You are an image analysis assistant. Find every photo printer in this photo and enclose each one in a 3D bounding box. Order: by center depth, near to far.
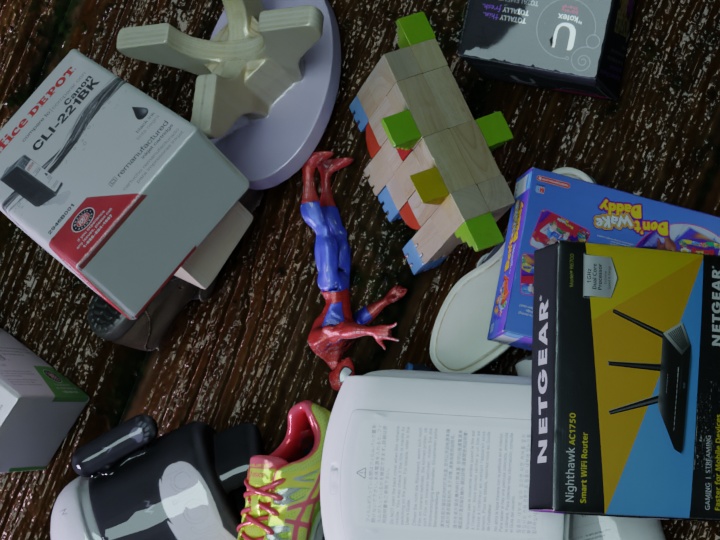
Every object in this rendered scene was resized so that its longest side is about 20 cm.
[{"bbox_3d":[0.068,0.163,1.482,0.199,0.069,0.168,2,82,11],"label":"photo printer"}]

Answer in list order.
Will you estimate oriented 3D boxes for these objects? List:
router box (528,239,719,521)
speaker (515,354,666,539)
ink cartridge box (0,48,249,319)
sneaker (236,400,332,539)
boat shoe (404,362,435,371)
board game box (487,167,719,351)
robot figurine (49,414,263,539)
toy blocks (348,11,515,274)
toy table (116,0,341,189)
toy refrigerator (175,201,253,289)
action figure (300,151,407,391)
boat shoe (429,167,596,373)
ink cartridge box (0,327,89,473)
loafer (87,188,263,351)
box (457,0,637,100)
[{"bbox_3d":[0.204,0.085,1.432,0.148,0.051,0.201,5,80,-18],"label":"router box"},{"bbox_3d":[0.188,0.160,1.533,0.081,0.081,0.201,-18,80,13],"label":"speaker"},{"bbox_3d":[-0.207,-0.073,1.529,0.144,0.084,0.200,-50,44,-7],"label":"ink cartridge box"},{"bbox_3d":[-0.069,0.190,1.521,0.078,0.090,0.201,-4,47,44],"label":"sneaker"},{"bbox_3d":[0.046,0.176,1.582,0.068,0.084,0.201,11,106,5],"label":"boat shoe"},{"bbox_3d":[0.210,0.011,1.505,0.199,0.045,0.135,15,77,-10],"label":"board game box"},{"bbox_3d":[-0.163,0.203,1.601,0.199,0.125,0.151,-26,77,7],"label":"robot figurine"},{"bbox_3d":[0.051,-0.090,1.569,0.099,0.137,0.201,-20,78,-23],"label":"toy blocks"},{"bbox_3d":[-0.098,-0.182,1.597,0.183,0.117,0.201,-14,65,19],"label":"toy table"},{"bbox_3d":[-0.192,-0.060,1.615,0.199,0.070,0.076,24,75,40],"label":"toy refrigerator"},{"bbox_3d":[0.000,0.000,1.605,0.098,0.065,0.201,-4,84,26],"label":"action figure"},{"bbox_3d":[0.129,0.004,1.573,0.075,0.062,0.201,31,91,17],"label":"boat shoe"},{"bbox_3d":[-0.357,0.085,1.655,0.200,0.146,0.085,35,96,16],"label":"ink cartridge box"},{"bbox_3d":[-0.153,-0.012,1.657,0.200,0.071,0.073,-48,43,-3],"label":"loafer"},{"bbox_3d":[0.166,-0.253,1.562,0.121,0.106,0.201,12,88,17],"label":"box"}]
